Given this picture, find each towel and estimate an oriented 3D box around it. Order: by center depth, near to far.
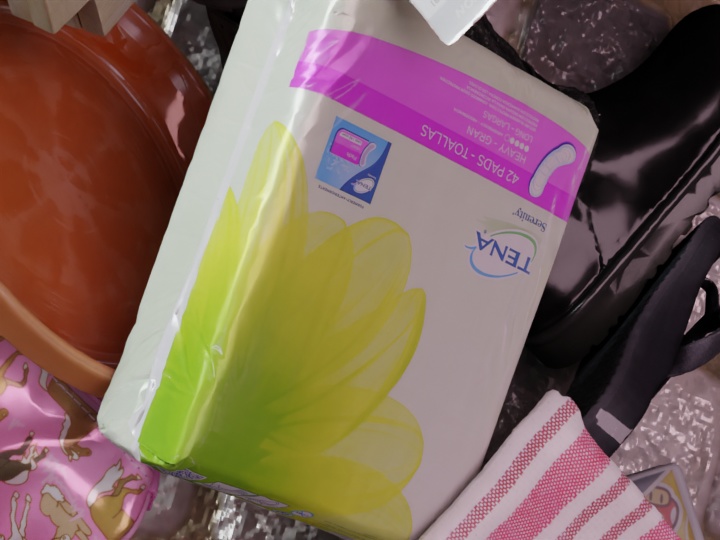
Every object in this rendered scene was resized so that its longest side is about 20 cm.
[{"bbox_3d":[0.096,0.165,0.925,0.200,0.030,0.146,49,63,-17],"label":"towel"}]

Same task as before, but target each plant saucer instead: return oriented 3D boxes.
[{"bbox_3d":[-0.115,-0.038,0.937,0.200,0.032,0.201,35,39,-34],"label":"plant saucer"}]

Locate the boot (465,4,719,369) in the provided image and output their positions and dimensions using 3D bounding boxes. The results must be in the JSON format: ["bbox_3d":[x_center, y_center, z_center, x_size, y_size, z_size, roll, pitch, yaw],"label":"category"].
[{"bbox_3d":[0.091,-0.078,1.060,0.158,0.079,0.211,42,70,-17],"label":"boot"}]

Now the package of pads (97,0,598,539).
[{"bbox_3d":[0.000,0.000,0.907,0.154,0.068,0.201,26,82,-40],"label":"package of pads"}]

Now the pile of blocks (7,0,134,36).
[{"bbox_3d":[-0.134,-0.158,0.946,0.082,0.062,0.201,-8,49,3],"label":"pile of blocks"}]

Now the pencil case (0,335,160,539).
[{"bbox_3d":[-0.167,0.036,0.927,0.200,0.083,0.087,46,71,-15],"label":"pencil case"}]

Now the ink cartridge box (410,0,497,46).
[{"bbox_3d":[0.055,-0.186,0.891,0.163,0.200,0.057,-44,141,12],"label":"ink cartridge box"}]

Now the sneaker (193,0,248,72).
[{"bbox_3d":[-0.038,-0.095,0.964,0.070,0.099,0.201,-18,73,11],"label":"sneaker"}]

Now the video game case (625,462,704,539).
[{"bbox_3d":[0.085,0.198,0.958,0.181,0.023,0.201,-14,82,-26],"label":"video game case"}]

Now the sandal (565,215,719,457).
[{"bbox_3d":[0.129,0.043,1.040,0.043,0.076,0.200,40,39,-2],"label":"sandal"}]
